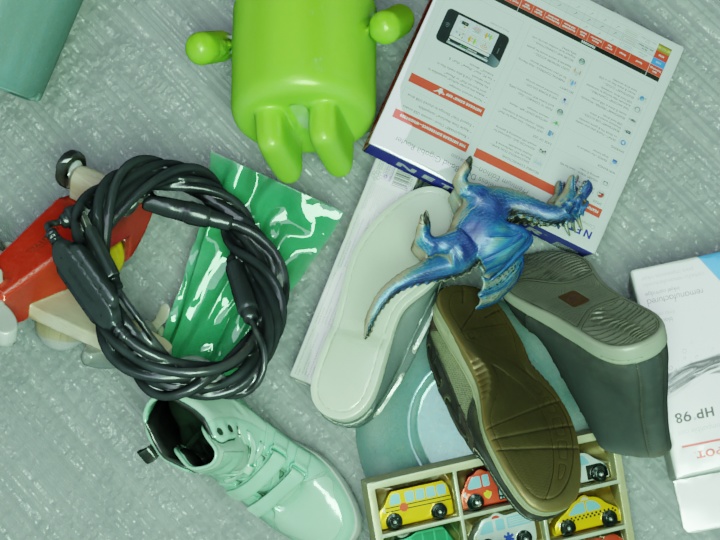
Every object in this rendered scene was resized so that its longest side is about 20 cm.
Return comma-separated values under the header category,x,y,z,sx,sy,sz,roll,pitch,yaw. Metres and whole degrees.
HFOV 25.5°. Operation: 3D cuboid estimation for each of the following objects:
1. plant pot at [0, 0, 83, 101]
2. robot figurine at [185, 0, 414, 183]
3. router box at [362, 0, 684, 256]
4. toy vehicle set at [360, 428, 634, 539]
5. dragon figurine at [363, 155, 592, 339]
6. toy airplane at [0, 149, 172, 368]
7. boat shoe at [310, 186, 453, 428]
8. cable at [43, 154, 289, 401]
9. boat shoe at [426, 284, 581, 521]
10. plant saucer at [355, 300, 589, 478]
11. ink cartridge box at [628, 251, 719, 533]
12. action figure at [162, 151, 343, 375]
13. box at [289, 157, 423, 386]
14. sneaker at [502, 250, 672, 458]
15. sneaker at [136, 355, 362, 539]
category,x,y,z,sx,sy,sz,roll,pitch,yaw
plant pot,-0.300,-0.253,1.282,0.198,0.200,0.198,20,91,10
robot figurine,-0.044,-0.174,1.256,0.173,0.116,0.202,-6,67,14
router box,0.126,-0.134,1.244,0.198,0.049,0.181,26,85,-5
toy vehicle set,0.106,0.198,1.189,0.198,0.026,0.126,-11,92,-12
dragon figurine,0.090,-0.013,1.165,0.099,0.059,0.200,35,66,9
toy airplane,-0.249,0.018,1.249,0.197,0.142,0.201,-9,46,-6
boat shoe,0.022,0.030,1.232,0.072,0.062,0.202,19,74,22
cable,-0.132,0.009,1.189,0.163,0.051,0.201,-30,75,-37
boat shoe,0.102,0.103,1.167,0.072,0.065,0.201,-3,50,-22
plant saucer,0.092,0.120,1.238,0.198,0.039,0.204,-1,80,8
ink cartridge box,0.280,0.090,1.203,0.114,0.067,0.202,-12,80,5
action figure,-0.105,0.021,1.273,0.117,0.055,0.202,25,92,9
box,0.000,0.000,1.269,0.041,0.039,0.202,20,84,11
sneaker,0.163,0.062,1.196,0.074,0.200,0.107,-19,117,-14
sneaker,-0.087,0.156,1.202,0.200,0.118,0.074,42,104,-1
